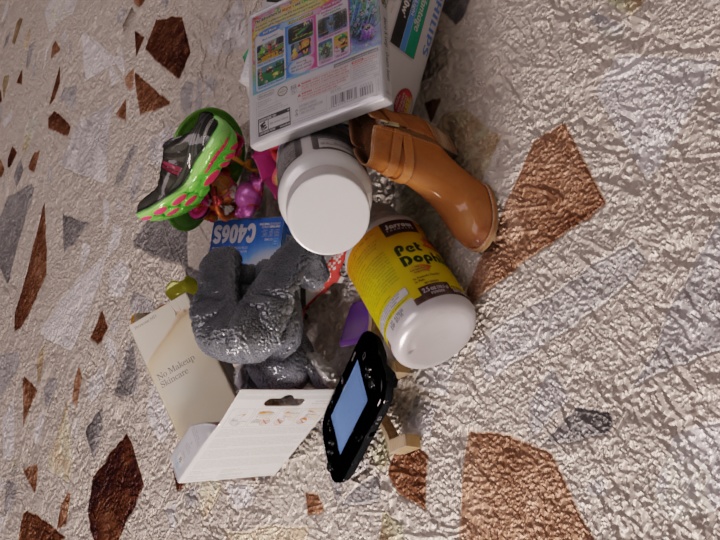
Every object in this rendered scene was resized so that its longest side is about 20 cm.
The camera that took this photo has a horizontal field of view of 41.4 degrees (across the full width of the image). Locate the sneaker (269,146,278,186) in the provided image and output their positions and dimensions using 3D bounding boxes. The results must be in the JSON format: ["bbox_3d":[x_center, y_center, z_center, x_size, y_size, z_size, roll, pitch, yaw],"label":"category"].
[{"bbox_3d":[-0.076,-0.125,1.325,0.089,0.079,0.201,-20,44,-4],"label":"sneaker"}]

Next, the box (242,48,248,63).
[{"bbox_3d":[-0.121,-0.321,1.481,0.117,0.048,0.202,-47,47,31],"label":"box"}]

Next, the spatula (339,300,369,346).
[{"bbox_3d":[0.000,0.000,1.268,0.056,0.020,0.204,-13,70,52],"label":"spatula"}]

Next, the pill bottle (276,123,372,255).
[{"bbox_3d":[-0.044,-0.102,1.137,0.115,0.112,0.201,-60,17,19],"label":"pill bottle"}]

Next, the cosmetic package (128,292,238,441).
[{"bbox_3d":[-0.235,0.146,1.347,0.102,0.073,0.202,-30,78,3],"label":"cosmetic package"}]

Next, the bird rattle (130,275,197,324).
[{"bbox_3d":[-0.269,0.089,1.471,0.199,0.160,0.115,28,120,59],"label":"bird rattle"}]

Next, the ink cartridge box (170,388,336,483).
[{"bbox_3d":[-0.141,0.204,1.260,0.201,0.158,0.048,-55,48,32],"label":"ink cartridge box"}]

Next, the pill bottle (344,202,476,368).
[{"bbox_3d":[0.050,0.011,1.136,0.110,0.108,0.201,-54,45,25],"label":"pill bottle"}]

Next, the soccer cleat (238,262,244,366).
[{"bbox_3d":[-0.154,0.083,1.371,0.076,0.066,0.204,-9,91,51],"label":"soccer cleat"}]

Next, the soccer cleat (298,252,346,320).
[{"bbox_3d":[-0.082,0.006,1.305,0.201,0.084,0.069,-50,23,32],"label":"soccer cleat"}]

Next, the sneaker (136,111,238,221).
[{"bbox_3d":[-0.260,-0.150,1.398,0.200,0.076,0.084,-44,69,16],"label":"sneaker"}]

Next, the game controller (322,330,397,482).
[{"bbox_3d":[-0.007,0.171,1.179,0.105,0.041,0.202,64,143,39],"label":"game controller"}]

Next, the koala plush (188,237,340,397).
[{"bbox_3d":[-0.120,0.091,1.243,0.174,0.202,0.186,-5,41,18],"label":"koala plush"}]

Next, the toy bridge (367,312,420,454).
[{"bbox_3d":[0.031,0.130,1.191,0.067,0.027,0.204,-31,58,43],"label":"toy bridge"}]

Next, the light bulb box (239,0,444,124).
[{"bbox_3d":[-0.022,-0.300,1.222,0.197,0.124,0.202,15,88,35],"label":"light bulb box"}]

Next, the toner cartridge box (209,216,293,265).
[{"bbox_3d":[-0.163,-0.029,1.454,0.198,0.043,0.097,0,81,50],"label":"toner cartridge box"}]

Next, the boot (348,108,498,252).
[{"bbox_3d":[0.068,-0.109,1.111,0.074,0.153,0.202,-50,46,27],"label":"boot"}]

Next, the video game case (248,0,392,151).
[{"bbox_3d":[-0.053,-0.255,1.139,0.197,0.024,0.186,-14,69,31],"label":"video game case"}]

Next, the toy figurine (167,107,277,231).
[{"bbox_3d":[-0.189,-0.137,1.444,0.182,0.150,0.203,18,80,41],"label":"toy figurine"}]

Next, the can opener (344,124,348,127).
[{"bbox_3d":[0.008,-0.257,1.310,0.202,0.078,0.063,-62,5,12],"label":"can opener"}]
